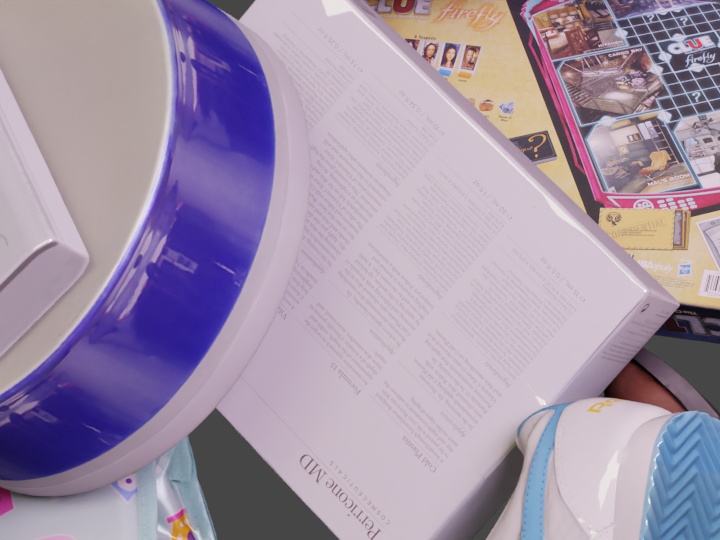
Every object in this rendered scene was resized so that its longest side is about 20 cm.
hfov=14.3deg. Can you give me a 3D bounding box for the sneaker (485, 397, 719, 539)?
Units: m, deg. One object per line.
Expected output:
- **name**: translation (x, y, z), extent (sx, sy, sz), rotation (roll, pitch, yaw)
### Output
- **sneaker**: translation (0.075, 0.145, 1.015), extent (0.081, 0.076, 0.201), rotation (7, 79, 44)

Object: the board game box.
- **board game box**: translation (0.079, -0.048, 1.148), extent (0.199, 0.035, 0.136), rotation (8, 67, 21)

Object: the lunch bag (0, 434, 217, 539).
- **lunch bag**: translation (-0.133, 0.161, 1.101), extent (0.169, 0.122, 0.201), rotation (-17, 66, 11)

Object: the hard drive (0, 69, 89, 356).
- **hard drive**: translation (-0.181, -0.029, 1.060), extent (0.132, 0.026, 0.200), rotation (-44, 47, 15)

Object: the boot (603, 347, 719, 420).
- **boot**: translation (0.082, 0.148, 1.082), extent (0.200, 0.068, 0.189), rotation (-35, 66, 8)

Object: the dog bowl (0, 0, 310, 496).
- **dog bowl**: translation (-0.119, -0.022, 1.076), extent (0.199, 0.079, 0.201), rotation (-20, 57, 33)

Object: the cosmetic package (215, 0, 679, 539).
- **cosmetic package**: translation (0.000, 0.000, 1.103), extent (0.151, 0.052, 0.200), rotation (-48, 70, 9)
